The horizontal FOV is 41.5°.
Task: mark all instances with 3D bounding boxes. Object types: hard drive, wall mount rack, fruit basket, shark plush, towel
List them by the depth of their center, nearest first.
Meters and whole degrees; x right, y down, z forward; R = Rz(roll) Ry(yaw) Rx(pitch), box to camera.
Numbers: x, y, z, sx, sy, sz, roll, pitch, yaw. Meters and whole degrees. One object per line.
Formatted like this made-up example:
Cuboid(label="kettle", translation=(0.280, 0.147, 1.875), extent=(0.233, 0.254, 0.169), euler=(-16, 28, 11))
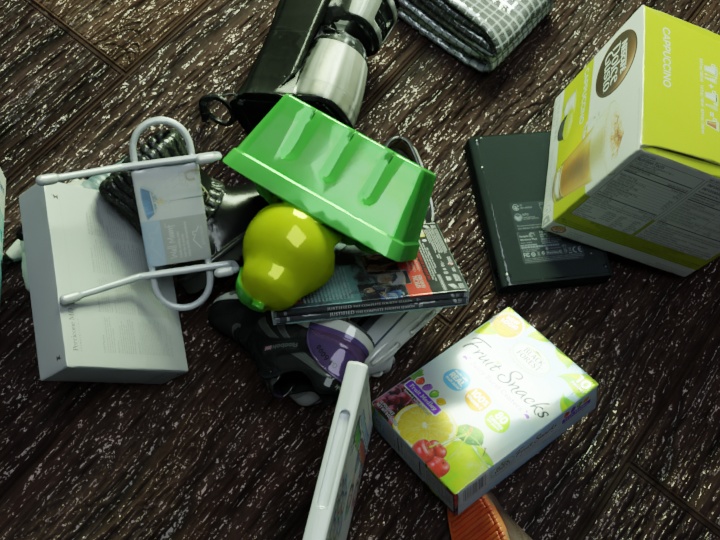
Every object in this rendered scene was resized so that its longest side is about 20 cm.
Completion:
Cuboid(label="wall mount rack", translation=(-0.214, -0.046, 0.936), extent=(0.174, 0.075, 0.200), euler=(-9, 101, -8))
Cuboid(label="fruit basket", translation=(-0.045, -0.049, 0.948), extent=(0.215, 0.156, 0.216), euler=(0, 92, 11))
Cuboid(label="shark plush", translation=(-0.318, -0.050, 1.067), extent=(0.083, 0.091, 0.200), euler=(38, 45, -13))
Cuboid(label="hard drive", translation=(0.214, -0.075, 1.154), extent=(0.139, 0.033, 0.200), euler=(-6, 69, -11))
Cuboid(label="towel", translation=(0.143, -0.375, 1.237), extent=(0.200, 0.086, 0.166), euler=(38, 67, 8))

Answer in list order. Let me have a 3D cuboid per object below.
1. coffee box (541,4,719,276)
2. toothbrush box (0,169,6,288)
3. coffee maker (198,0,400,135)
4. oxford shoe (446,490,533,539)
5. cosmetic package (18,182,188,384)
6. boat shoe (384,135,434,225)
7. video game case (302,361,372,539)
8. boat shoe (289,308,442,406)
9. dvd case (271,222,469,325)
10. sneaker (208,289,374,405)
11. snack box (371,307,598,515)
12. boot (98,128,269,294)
Cuboid(label="coffee box", translation=(0.350, -0.141, 1.089), extent=(0.200, 0.198, 0.200), euler=(17, 62, -13))
Cuboid(label="toothbrush box", translation=(-0.461, -0.027, 1.002), extent=(0.146, 0.085, 0.200), euler=(-3, 69, -9))
Cuboid(label="coffee maker", translation=(-0.070, -0.259, 1.131), extent=(0.192, 0.135, 0.200), euler=(18, 66, -1))
Cuboid(label="oxford shoe", translation=(0.156, 0.301, 0.986), extent=(0.073, 0.071, 0.200), euler=(-2, 56, -45))
Cuboid(label="cosmetic package", translation=(-0.266, 0.015, 0.987), extent=(0.151, 0.052, 0.200), euler=(13, 58, -52))
Cuboid(label="boat shoe", translation=(0.053, -0.061, 1.109), extent=(0.074, 0.060, 0.200), euler=(-1, 68, -11))
Cuboid(label="video game case", translation=(-0.019, 0.204, 0.915), extent=(0.024, 0.200, 0.182), euler=(11, 66, 7))
Cuboid(label="boat shoe", translation=(0.012, 0.085, 1.039), extent=(0.200, 0.074, 0.065), euler=(-42, 114, -5))
Cuboid(label="dvd case", translation=(0.000, 0.000, 1.003), extent=(0.200, 0.022, 0.146), euler=(-5, 32, -9))
Cuboid(label="sneaker", translation=(-0.091, 0.081, 0.983), extent=(0.200, 0.076, 0.088), euler=(11, 59, 32))
Cuboid(label="snack box", translation=(0.132, 0.144, 1.017), extent=(0.200, 0.053, 0.142), euler=(-32, 54, -19))
Cuboid(label="boot", translation=(-0.162, -0.094, 1.038), extent=(0.211, 0.079, 0.158), euler=(-45, 107, -31))
